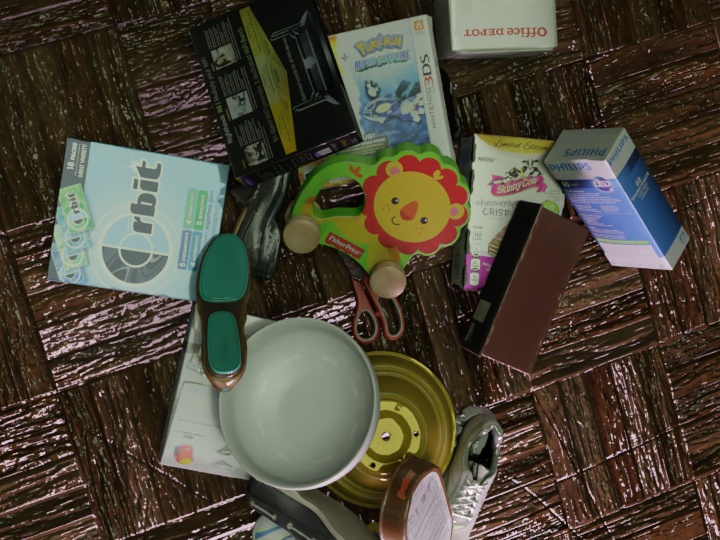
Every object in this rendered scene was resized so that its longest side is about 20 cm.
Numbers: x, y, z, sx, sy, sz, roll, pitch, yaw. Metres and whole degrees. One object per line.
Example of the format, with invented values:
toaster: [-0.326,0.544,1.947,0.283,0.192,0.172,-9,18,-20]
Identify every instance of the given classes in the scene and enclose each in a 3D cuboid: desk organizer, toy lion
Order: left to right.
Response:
toy lion: [0.028,-0.078,1.403,0.198,0.069,0.193,26,115,-13]
desk organizer: [0.206,0.021,1.443,0.076,0.072,0.202,23,91,-17]

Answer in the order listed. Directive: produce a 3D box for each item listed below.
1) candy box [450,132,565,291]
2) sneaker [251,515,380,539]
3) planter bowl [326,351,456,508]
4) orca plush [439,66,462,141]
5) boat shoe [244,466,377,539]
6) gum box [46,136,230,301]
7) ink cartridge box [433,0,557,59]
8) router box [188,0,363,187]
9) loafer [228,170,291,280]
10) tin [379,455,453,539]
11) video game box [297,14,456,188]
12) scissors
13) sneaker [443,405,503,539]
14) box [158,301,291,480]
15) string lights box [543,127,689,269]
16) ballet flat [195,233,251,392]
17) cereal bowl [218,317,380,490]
candy box: [0.194,-0.072,1.501,0.134,0.061,0.203,3,92,-14]
sneaker: [-0.035,0.344,1.440,0.197,0.105,0.077,7,93,-14]
planter bowl: [0.029,0.204,1.444,0.197,0.083,0.204,0,88,-4]
orca plush: [0.078,-0.166,1.462,0.104,0.071,0.202,27,86,-13]
boat shoe: [-0.057,0.311,1.397,0.199,0.073,0.063,37,104,10]
gum box: [-0.270,-0.060,1.397,0.197,0.045,0.173,8,91,-15]
ink cartridge box: [0.167,-0.376,1.469,0.144,0.083,0.203,-4,93,-13]
router box: [-0.102,-0.222,1.375,0.155,0.052,0.203,-20,79,7]
loafer: [-0.127,-0.093,1.418,0.071,0.073,0.203,9,89,-9]
tin: [0.070,0.313,1.405,0.112,0.041,0.201,-54,146,-31]
video game box: [0.007,-0.205,1.421,0.197,0.047,0.185,-10,93,11]
scissors: [0.000,0.000,1.483,0.072,0.014,0.203,-19,96,-10]
sneaker: [0.135,0.279,1.494,0.074,0.081,0.203,16,90,-15]
box: [-0.156,0.154,1.436,0.154,0.041,0.203,12,89,-14]
string lights box: [0.331,-0.090,1.476,0.059,0.102,0.200,-53,124,-23]
ballet flat: [-0.162,0.055,1.363,0.067,0.073,0.202,0,57,-10]
cereal bowl: [-0.068,0.163,1.379,0.197,0.083,0.203,-3,75,10]
